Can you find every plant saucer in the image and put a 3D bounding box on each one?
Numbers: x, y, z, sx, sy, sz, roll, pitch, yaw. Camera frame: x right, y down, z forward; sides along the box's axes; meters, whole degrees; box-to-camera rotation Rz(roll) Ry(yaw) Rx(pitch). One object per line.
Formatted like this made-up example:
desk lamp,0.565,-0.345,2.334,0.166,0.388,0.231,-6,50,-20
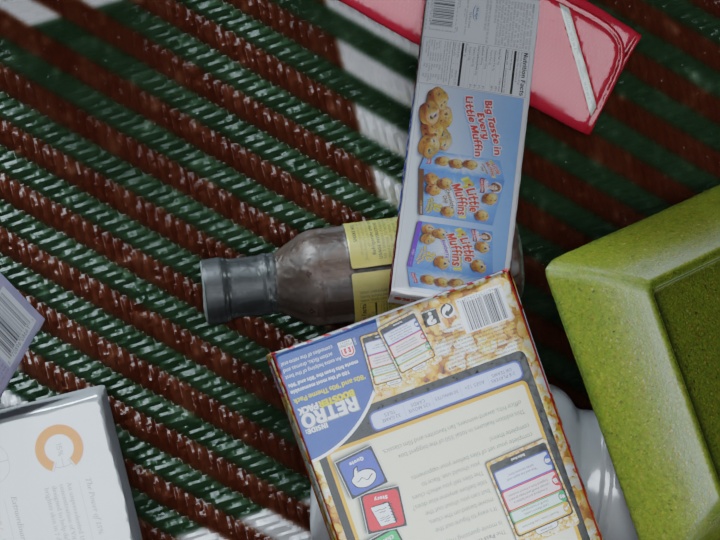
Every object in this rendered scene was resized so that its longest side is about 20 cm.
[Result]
plant saucer,0.224,0.057,1.608,0.199,0.048,0.201,-23,95,-41

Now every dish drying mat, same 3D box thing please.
dish drying mat,0.075,-0.165,1.659,0.199,0.018,0.077,29,91,-5

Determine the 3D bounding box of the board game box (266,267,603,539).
board game box,0.048,0.118,1.535,0.151,0.046,0.201,-19,89,-5

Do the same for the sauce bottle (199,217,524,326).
sauce bottle,0.000,0.000,1.636,0.199,0.065,0.065,-5,92,-4

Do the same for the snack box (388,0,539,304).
snack box,0.064,-0.074,1.613,0.071,0.024,0.201,8,75,-3

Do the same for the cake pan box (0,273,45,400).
cake pan box,-0.287,0.033,1.505,0.052,0.201,0.184,-21,122,38

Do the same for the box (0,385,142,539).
box,-0.239,0.155,1.607,0.199,0.097,0.125,-14,93,-3

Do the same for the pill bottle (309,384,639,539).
pill bottle,0.071,0.123,1.619,0.199,0.116,0.117,4,92,-5
